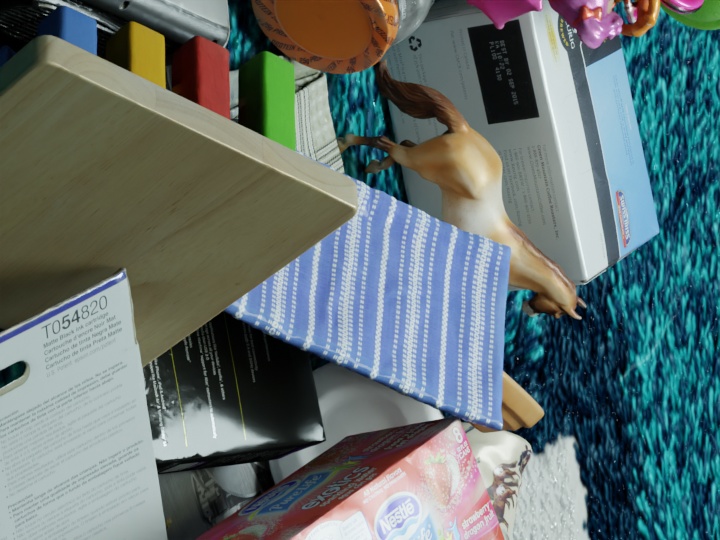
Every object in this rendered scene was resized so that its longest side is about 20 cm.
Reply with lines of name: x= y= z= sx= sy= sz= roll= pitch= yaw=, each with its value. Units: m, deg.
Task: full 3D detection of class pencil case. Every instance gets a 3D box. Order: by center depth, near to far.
pencil case: x=0.068 y=0.198 z=1.793 sx=0.089 sy=0.078 sz=0.201 roll=29 pitch=61 yaw=-34

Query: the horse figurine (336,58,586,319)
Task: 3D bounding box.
horse figurine: x=0.060 y=-0.045 z=1.765 sx=0.050 sy=0.132 sz=0.201 roll=-44 pitch=122 yaw=-48

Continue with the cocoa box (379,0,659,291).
cocoa box: x=0.112 y=-0.098 z=1.851 sx=0.131 sy=0.133 sz=0.201 roll=-29 pitch=109 yaw=-56

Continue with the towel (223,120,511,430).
towel: x=0.000 y=0.000 z=1.506 sx=0.199 sy=0.024 sz=0.145 roll=24 pitch=43 yaw=-18

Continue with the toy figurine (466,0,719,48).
toy figurine: x=0.146 y=-0.204 z=1.719 sx=0.200 sy=0.150 sz=0.184 roll=48 pitch=44 yaw=0

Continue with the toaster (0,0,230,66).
toaster: x=-0.193 y=-0.166 z=1.350 sx=0.200 sy=0.180 sz=0.119 roll=18 pitch=65 yaw=-54

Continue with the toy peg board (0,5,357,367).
toy peg board: x=-0.140 y=-0.058 z=1.348 sx=0.199 sy=0.200 sz=0.098 roll=24 pitch=47 yaw=-34

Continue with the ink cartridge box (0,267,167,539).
ink cartridge box: x=-0.191 y=0.117 z=1.347 sx=0.199 sy=0.040 sz=0.201 roll=-27 pitch=126 yaw=-36

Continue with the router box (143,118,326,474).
router box: x=-0.107 y=0.014 z=1.512 sx=0.149 sy=0.051 sz=0.201 roll=-3 pitch=78 yaw=-41

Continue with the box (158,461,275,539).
box: x=-0.112 y=0.183 z=1.544 sx=0.200 sy=0.048 sz=0.159 roll=-42 pitch=121 yaw=-51

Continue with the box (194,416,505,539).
box: x=-0.015 y=0.168 z=1.454 sx=0.200 sy=0.095 sz=0.100 roll=-32 pitch=105 yaw=-48

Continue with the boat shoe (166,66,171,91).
boat shoe: x=-0.119 y=-0.128 z=1.494 sx=0.067 sy=0.057 sz=0.201 roll=3 pitch=55 yaw=-40

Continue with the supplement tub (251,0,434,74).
supplement tub: x=0.008 y=-0.229 z=1.719 sx=0.123 sy=0.122 sz=0.201 roll=60 pitch=40 yaw=-33

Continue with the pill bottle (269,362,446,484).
pill bottle: x=0.018 y=0.137 z=1.667 sx=0.200 sy=0.111 sz=0.113 roll=58 pitch=37 yaw=-65

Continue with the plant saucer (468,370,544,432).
plant saucer: x=0.028 y=0.037 z=1.634 sx=0.038 sy=0.200 sz=0.200 roll=-50 pitch=137 yaw=-2

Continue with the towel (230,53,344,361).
towel: x=-0.055 y=-0.035 z=1.675 sx=0.192 sy=0.034 sz=0.201 roll=-30 pitch=110 yaw=-54
